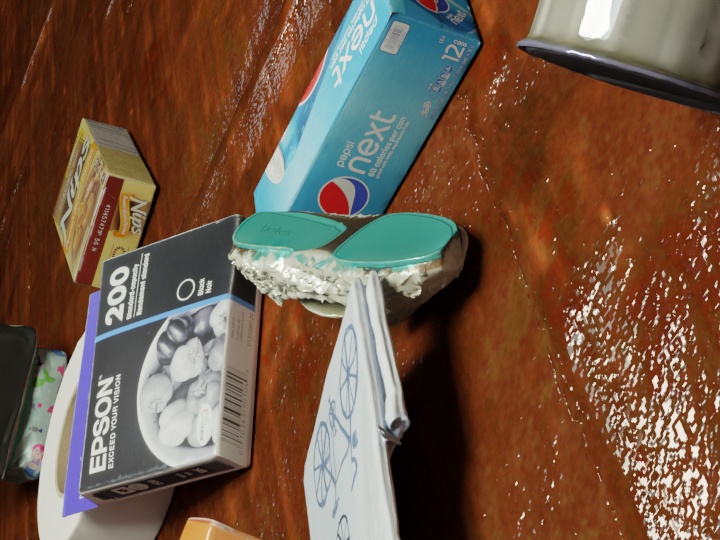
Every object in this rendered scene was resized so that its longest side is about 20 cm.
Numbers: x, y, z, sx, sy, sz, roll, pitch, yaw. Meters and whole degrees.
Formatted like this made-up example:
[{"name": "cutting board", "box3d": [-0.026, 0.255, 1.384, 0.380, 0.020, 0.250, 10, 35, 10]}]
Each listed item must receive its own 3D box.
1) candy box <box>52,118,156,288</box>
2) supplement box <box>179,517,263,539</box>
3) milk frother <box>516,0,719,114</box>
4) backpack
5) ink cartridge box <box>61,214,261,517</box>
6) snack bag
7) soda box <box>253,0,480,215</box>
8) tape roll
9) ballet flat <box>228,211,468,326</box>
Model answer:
[{"name": "candy box", "box3d": [-0.262, -0.069, 1.690, 0.116, 0.055, 0.200, -69, 23, 14]}, {"name": "supplement box", "box3d": [-0.109, 0.263, 1.056, 0.069, 0.066, 0.202, -17, 51, 65]}, {"name": "milk frother", "box3d": [0.121, -0.169, 0.636, 0.180, 0.198, 0.190, 25, 100, 64]}, {"name": "backpack", "box3d": [-0.405, 0.146, 1.773, 0.199, 0.150, 0.179, -21, 54, 55]}, {"name": "ink cartridge box", "box3d": [-0.162, 0.074, 1.272, 0.199, 0.043, 0.200, -19, 55, 34]}, {"name": "snack bag", "box3d": [-0.001, 0.135, 0.919, 0.189, 0.021, 0.201, 105, 162, -47]}, {"name": "soda box", "box3d": [-0.001, -0.094, 1.061, 0.201, 0.064, 0.068, -59, 27, 34]}, {"name": "tape roll", "box3d": [-0.210, 0.145, 1.411, 0.202, 0.070, 0.204, -166, 90, -69]}, {"name": "ballet flat", "box3d": [0.000, 0.000, 0.995, 0.199, 0.071, 0.072, 8, 84, 51]}]
